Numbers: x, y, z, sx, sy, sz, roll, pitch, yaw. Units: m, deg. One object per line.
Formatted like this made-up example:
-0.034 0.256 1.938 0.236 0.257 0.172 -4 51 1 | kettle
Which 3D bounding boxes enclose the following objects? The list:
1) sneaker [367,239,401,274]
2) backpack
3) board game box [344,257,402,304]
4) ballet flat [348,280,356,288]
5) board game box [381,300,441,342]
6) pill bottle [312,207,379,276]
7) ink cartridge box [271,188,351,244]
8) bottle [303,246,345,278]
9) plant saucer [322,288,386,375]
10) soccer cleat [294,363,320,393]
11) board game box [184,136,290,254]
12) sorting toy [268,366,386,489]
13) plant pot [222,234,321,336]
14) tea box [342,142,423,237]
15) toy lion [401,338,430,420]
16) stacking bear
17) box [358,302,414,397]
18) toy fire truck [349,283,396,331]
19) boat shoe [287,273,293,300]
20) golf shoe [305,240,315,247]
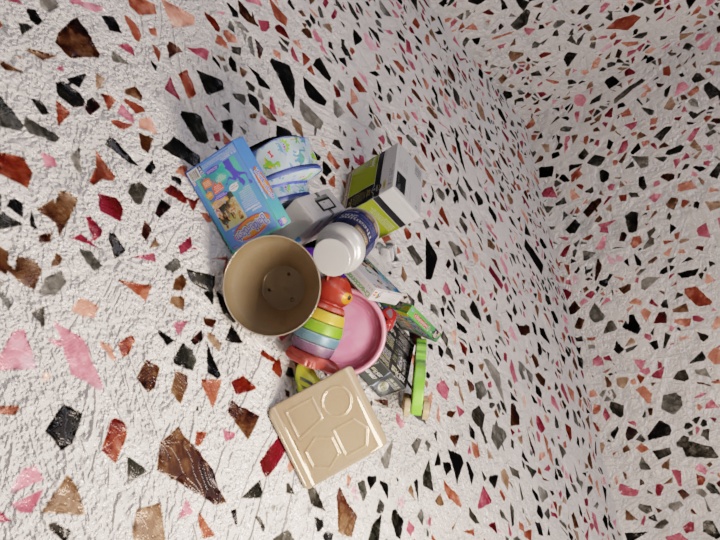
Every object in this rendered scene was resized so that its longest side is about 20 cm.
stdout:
0.030 -0.070 1.783 0.201 0.114 0.075 58 31 -13 | sneaker
-0.189 -0.208 1.458 0.183 0.199 0.148 -20 86 -60 | backpack
0.000 0.000 1.542 0.200 0.035 0.126 46 17 31 | board game box
-0.013 0.001 1.717 0.070 0.065 0.202 -6 75 -61 | ballet flat
0.105 0.118 1.713 0.135 0.199 0.029 43 75 -32 | board game box
-0.033 -0.060 1.418 0.112 0.110 0.200 60 23 -10 | pill bottle
-0.114 -0.118 1.487 0.068 0.116 0.200 51 28 5 | ink cartridge box
-0.119 -0.016 1.550 0.199 0.083 0.066 19 54 -50 | bottle
-0.041 0.139 1.493 0.051 0.199 0.202 157 -91 -87 | plant saucer
-0.077 0.287 1.405 0.065 0.083 0.202 -18 85 -59 | soccer cleat
-0.257 -0.153 1.364 0.201 0.151 0.045 61 31 -9 | board game box
-0.067 0.322 1.352 0.186 0.199 0.036 64 -14 -3 | sorting toy
-0.173 0.033 1.360 0.134 0.199 0.202 37 31 -85 | plant pot
0.062 -0.217 1.852 0.134 0.196 0.201 43 38 -31 | tea box
0.148 0.271 1.668 0.200 0.068 0.194 55 42 -84 | toy lion
-0.078 0.106 1.411 0.121 0.113 0.202 24 87 -48 | stacking bear
0.040 0.189 1.650 0.200 0.086 0.164 49 35 -26 | box
0.023 0.061 1.600 0.200 0.049 0.141 39 44 17 | toy fire truck
-0.117 0.048 1.521 0.199 0.067 0.073 26 49 -48 | boat shoe
-0.093 -0.070 1.636 0.199 0.072 0.093 28 53 -27 | golf shoe
